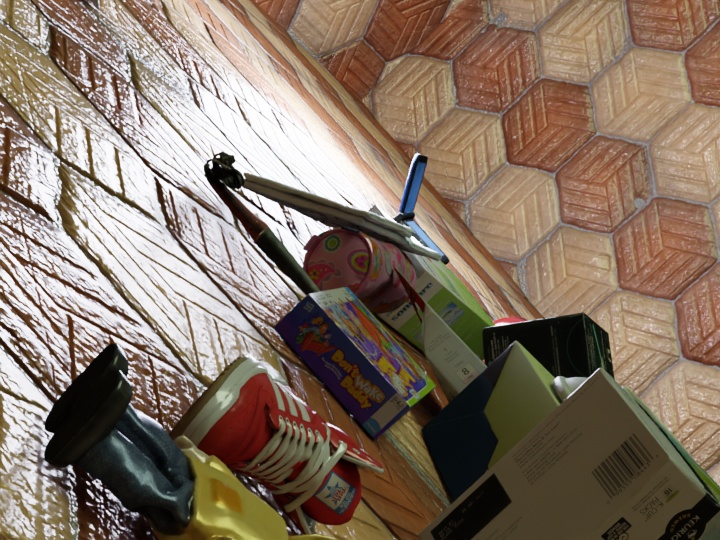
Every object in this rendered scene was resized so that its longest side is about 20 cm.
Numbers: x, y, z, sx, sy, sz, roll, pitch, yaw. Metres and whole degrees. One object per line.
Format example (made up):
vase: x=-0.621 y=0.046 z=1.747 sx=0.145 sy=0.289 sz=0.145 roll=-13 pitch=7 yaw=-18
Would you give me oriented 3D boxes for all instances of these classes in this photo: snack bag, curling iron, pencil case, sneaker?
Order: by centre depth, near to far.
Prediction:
sneaker: x=-0.048 y=0.113 z=0.973 sx=0.112 sy=0.071 sz=0.200 roll=45 pitch=5 yaw=7
curling iron: x=-0.101 y=-0.043 z=1.615 sx=0.200 sy=0.026 sz=0.050 roll=54 pitch=-27 yaw=20
pencil case: x=0.000 y=0.000 z=1.760 sx=0.087 sy=0.087 sz=0.200 roll=49 pitch=9 yaw=16
snack bag: x=-0.016 y=-0.060 z=1.833 sx=0.188 sy=0.021 sz=0.200 roll=18 pitch=-3 yaw=34

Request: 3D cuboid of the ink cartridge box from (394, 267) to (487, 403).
ink cartridge box: x=0.094 y=0.111 z=1.714 sx=0.200 sy=0.057 sz=0.163 roll=43 pitch=-14 yaw=40

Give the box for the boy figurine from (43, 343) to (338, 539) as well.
boy figurine: x=-0.070 y=0.129 z=0.811 sx=0.200 sy=0.064 sz=0.124 roll=41 pitch=6 yaw=-18

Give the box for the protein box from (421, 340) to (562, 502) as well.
protein box: x=0.188 y=0.211 z=1.526 sx=0.200 sy=0.135 sz=0.199 roll=44 pitch=8 yaw=-21

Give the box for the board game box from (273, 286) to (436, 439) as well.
board game box: x=-0.001 y=0.082 z=1.484 sx=0.135 sy=0.045 sz=0.200 roll=48 pitch=8 yaw=5

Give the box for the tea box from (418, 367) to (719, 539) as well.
tea box: x=0.190 y=0.224 z=1.226 sx=0.197 sy=0.200 sz=0.134 roll=42 pitch=9 yaw=-31

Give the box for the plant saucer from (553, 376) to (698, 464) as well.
plant saucer: x=0.264 y=0.163 z=1.486 sx=0.200 sy=0.050 sz=0.200 roll=46 pitch=8 yaw=-9

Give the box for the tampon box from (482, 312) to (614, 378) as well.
tampon box: x=0.238 y=0.145 z=1.957 sx=0.200 sy=0.126 sz=0.151 roll=29 pitch=54 yaw=-70

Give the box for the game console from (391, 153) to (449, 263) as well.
game console: x=0.125 y=-0.104 z=2.830 sx=0.171 sy=0.118 sz=0.200 roll=47 pitch=8 yaw=3

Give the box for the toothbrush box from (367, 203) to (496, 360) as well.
toothbrush box: x=0.073 y=0.029 z=2.000 sx=0.200 sy=0.086 sz=0.146 roll=38 pitch=12 yaw=-44

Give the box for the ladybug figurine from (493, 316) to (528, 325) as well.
ladybug figurine: x=0.265 y=0.127 z=2.601 sx=0.136 sy=0.072 sz=0.200 roll=48 pitch=8 yaw=6

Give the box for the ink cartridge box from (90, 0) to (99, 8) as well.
ink cartridge box: x=-0.303 y=-0.420 z=1.877 sx=0.129 sy=0.200 sz=0.125 roll=50 pitch=26 yaw=19
